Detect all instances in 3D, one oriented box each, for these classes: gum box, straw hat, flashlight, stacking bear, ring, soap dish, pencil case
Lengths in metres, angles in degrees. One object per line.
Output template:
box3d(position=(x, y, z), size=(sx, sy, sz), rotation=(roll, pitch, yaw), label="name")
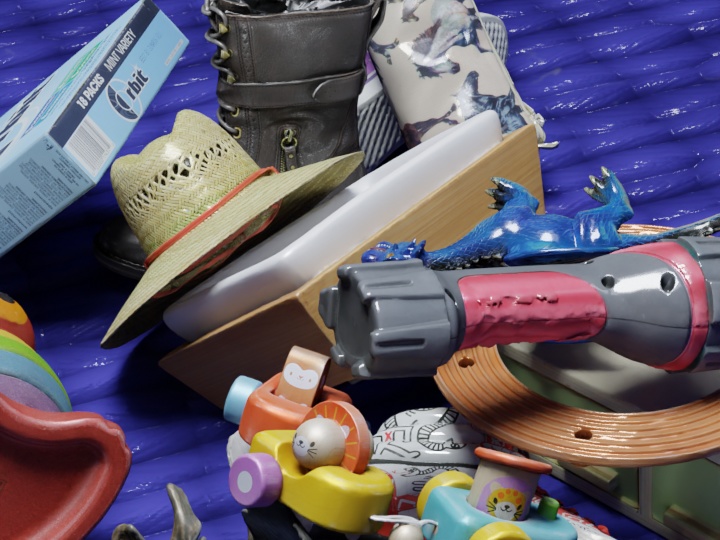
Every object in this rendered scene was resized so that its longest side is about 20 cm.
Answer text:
box3d(position=(-0.208, -0.063, 1.219), size=(0.199, 0.045, 0.170), rotation=(-33, 20, 32), label="gum box")
box3d(position=(-0.096, -0.043, 1.130), size=(0.201, 0.201, 0.085), rotation=(-36, 87, -37), label="straw hat")
box3d(position=(0.086, 0.021, 0.916), size=(0.198, 0.068, 0.068), rotation=(-3, 62, -25), label="flashlight")
box3d(position=(-0.206, 0.073, 1.060), size=(0.121, 0.114, 0.200), rotation=(24, 14, -23), label="stacking bear")
box3d(position=(0.133, 0.038, 1.003), size=(0.198, 0.019, 0.201), rotation=(-3, 34, 2), label="ring")
box3d(position=(0.000, 0.000, 1.107), size=(0.200, 0.082, 0.157), rotation=(-36, 7, -36), label="soap dish")
box3d(position=(0.050, -0.144, 1.276), size=(0.089, 0.201, 0.078), rotation=(-23, -9, -2), label="pencil case")

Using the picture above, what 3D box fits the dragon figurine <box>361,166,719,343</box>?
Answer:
box3d(position=(0.103, -0.002, 0.995), size=(0.198, 0.059, 0.100), rotation=(2, 34, 13), label="dragon figurine")

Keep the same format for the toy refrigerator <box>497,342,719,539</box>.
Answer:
box3d(position=(0.145, 0.079, 1.023), size=(0.070, 0.076, 0.199), rotation=(-32, 42, -34), label="toy refrigerator")

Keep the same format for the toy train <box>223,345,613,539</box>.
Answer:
box3d(position=(0.022, 0.081, 0.877), size=(0.198, 0.056, 0.150), rotation=(20, 12, 16), label="toy train")

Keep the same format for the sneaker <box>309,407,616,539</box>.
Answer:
box3d(position=(0.081, 0.121, 0.978), size=(0.200, 0.068, 0.108), rotation=(7, 38, 23), label="sneaker")

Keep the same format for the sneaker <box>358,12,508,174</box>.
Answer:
box3d(position=(0.004, -0.134, 1.368), size=(0.200, 0.073, 0.114), rotation=(-31, 38, -32), label="sneaker")

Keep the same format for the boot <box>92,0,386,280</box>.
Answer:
box3d(position=(-0.077, -0.090, 1.218), size=(0.198, 0.175, 0.069), rotation=(-12, 34, -9), label="boot")

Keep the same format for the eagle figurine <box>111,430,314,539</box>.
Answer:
box3d(position=(-0.022, 0.169, 0.879), size=(0.199, 0.152, 0.151), rotation=(8, 24, 39), label="eagle figurine")
